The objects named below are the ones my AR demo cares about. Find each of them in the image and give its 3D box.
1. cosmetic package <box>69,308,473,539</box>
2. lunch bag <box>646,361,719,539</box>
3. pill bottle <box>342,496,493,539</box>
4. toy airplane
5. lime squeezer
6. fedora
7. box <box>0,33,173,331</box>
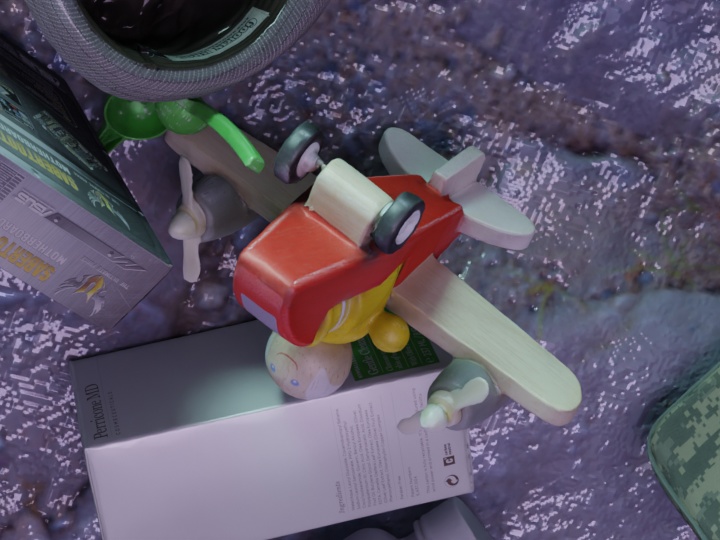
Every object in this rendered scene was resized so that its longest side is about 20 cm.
[{"bbox_3d":[-0.049,0.085,1.188,0.199,0.108,0.085,-12,117,-8],"label":"cosmetic package"},{"bbox_3d":[0.294,0.110,1.265,0.200,0.140,0.168,-44,132,9],"label":"lunch bag"},{"bbox_3d":[-0.005,0.217,1.255,0.200,0.112,0.112,-36,116,5],"label":"pill bottle"},{"bbox_3d":[0.000,0.000,1.117,0.198,0.200,0.142,21,109,-27],"label":"toy airplane"},{"bbox_3d":[-0.104,-0.070,1.096,0.038,0.200,0.071,50,56,-26],"label":"lime squeezer"},{"bbox_3d":[-0.093,-0.183,1.056,0.176,0.090,0.201,5,101,-30],"label":"fedora"},{"bbox_3d":[-0.189,-0.073,1.022,0.048,0.159,0.200,-42,139,11],"label":"box"}]
